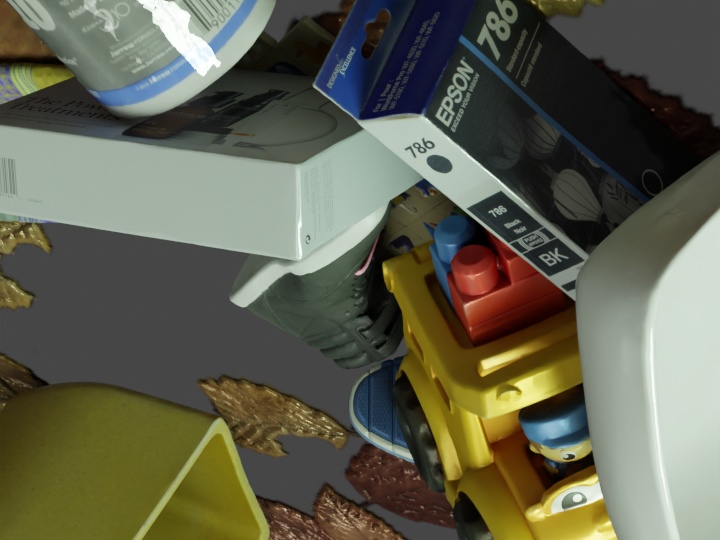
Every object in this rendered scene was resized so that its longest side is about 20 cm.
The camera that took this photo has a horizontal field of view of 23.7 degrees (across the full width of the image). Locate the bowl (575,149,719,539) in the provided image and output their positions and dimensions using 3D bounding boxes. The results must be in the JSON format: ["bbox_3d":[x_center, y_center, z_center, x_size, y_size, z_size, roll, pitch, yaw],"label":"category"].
[{"bbox_3d":[0.173,0.033,0.798,0.074,0.199,0.202,18,131,43],"label":"bowl"}]

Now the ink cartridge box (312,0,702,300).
[{"bbox_3d":[0.077,-0.068,0.822,0.199,0.100,0.039,36,147,-19],"label":"ink cartridge box"}]

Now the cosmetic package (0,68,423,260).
[{"bbox_3d":[-0.081,-0.063,0.883,0.198,0.151,0.052,9,110,25],"label":"cosmetic package"}]

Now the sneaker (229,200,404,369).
[{"bbox_3d":[0.000,0.000,1.003,0.099,0.071,0.200,31,156,-12],"label":"sneaker"}]

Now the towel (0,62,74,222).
[{"bbox_3d":[-0.193,-0.076,1.083,0.198,0.023,0.144,5,144,30],"label":"towel"}]

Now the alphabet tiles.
[{"bbox_3d":[-0.017,-0.070,0.979,0.199,0.006,0.166,35,148,-15],"label":"alphabet tiles"}]

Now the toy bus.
[{"bbox_3d":[0.091,0.053,0.900,0.135,0.201,0.193,-21,135,-7],"label":"toy bus"}]

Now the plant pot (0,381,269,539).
[{"bbox_3d":[-0.220,0.204,1.373,0.199,0.195,0.196,22,151,24],"label":"plant pot"}]

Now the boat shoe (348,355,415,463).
[{"bbox_3d":[0.088,0.101,1.059,0.198,0.073,0.072,8,159,-4],"label":"boat shoe"}]

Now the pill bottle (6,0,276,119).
[{"bbox_3d":[-0.136,-0.177,0.799,0.113,0.114,0.200,-6,137,41],"label":"pill bottle"}]
